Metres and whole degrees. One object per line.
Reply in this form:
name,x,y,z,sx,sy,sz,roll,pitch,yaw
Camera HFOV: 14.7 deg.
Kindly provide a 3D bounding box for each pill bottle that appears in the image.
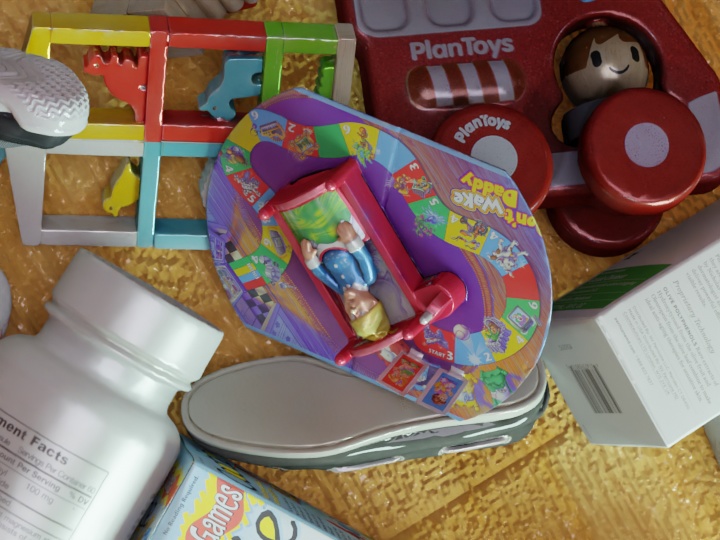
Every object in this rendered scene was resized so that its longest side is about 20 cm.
pill bottle,-0.160,0.095,1.457,0.114,0.114,0.200,31,90,-10

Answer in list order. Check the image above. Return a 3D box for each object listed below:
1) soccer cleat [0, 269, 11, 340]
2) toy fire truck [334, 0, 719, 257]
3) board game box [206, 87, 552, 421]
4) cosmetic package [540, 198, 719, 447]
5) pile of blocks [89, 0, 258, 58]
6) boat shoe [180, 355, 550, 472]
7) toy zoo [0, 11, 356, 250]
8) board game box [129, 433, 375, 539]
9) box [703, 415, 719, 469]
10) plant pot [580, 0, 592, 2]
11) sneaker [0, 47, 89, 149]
soccer cleat,-0.253,0.076,1.456,0.069,0.085,0.200,43,88,-10
toy fire truck,0.095,-0.096,1.494,0.200,0.112,0.168,-7,77,-9
board game box,0.000,0.000,1.434,0.200,0.039,0.158,23,127,16
cosmetic package,0.203,0.011,1.495,0.200,0.108,0.085,-32,97,-18
pile of blocks,-0.052,-0.183,1.488,0.200,0.082,0.062,-33,142,4
boat shoe,0.004,0.082,1.511,0.200,0.057,0.067,-6,55,-5
toy zoo,-0.108,-0.072,1.472,0.200,0.020,0.131,2,121,-9
board game box,-0.032,0.184,1.490,0.200,0.105,0.103,30,90,-10
box,0.306,0.092,1.535,0.200,0.106,0.152,-23,98,-7
plant pot,0.102,-0.249,1.337,0.200,0.180,0.200,-35,118,-21
sneaker,-0.219,-0.058,1.423,0.200,0.075,0.114,12,106,33
